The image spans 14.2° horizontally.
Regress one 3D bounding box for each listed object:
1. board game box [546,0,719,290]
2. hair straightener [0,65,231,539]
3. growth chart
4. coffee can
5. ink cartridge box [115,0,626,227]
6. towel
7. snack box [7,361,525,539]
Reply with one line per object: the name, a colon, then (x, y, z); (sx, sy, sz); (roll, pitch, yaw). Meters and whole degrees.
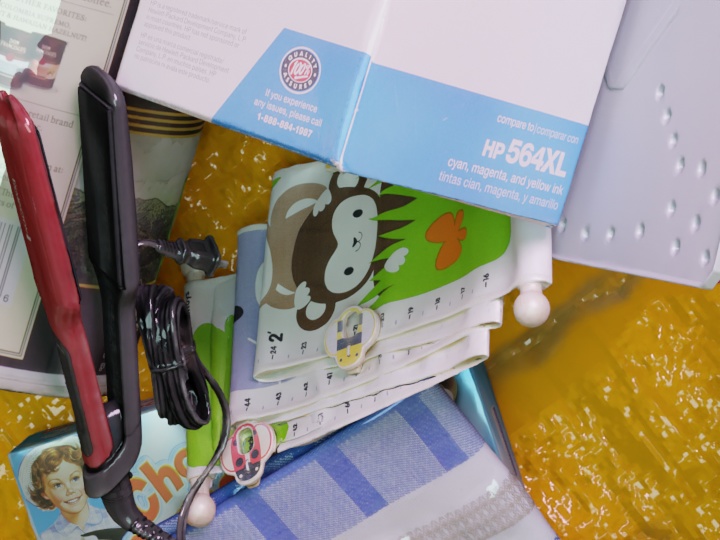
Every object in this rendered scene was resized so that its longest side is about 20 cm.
board game box: (0.111, -0.098, 1.067); (0.026, 0.200, 0.201); (13, 90, -23)
hair straightener: (-0.079, 0.017, 1.087); (0.077, 0.041, 0.201); (-20, 113, -20)
growth chart: (0.000, 0.000, 1.137); (0.200, 0.018, 0.145); (-31, 50, 29)
coffee can: (-0.132, -0.069, 1.141); (0.146, 0.146, 0.201); (19, 101, 6)
ink cartridge box: (0.021, -0.136, 1.054); (0.128, 0.125, 0.201); (22, 96, 44)
towel: (0.024, 0.149, 1.176); (0.147, 0.024, 0.200); (-31, 110, 16)
snack box: (-0.034, 0.098, 1.203); (0.199, 0.037, 0.117); (-18, 97, 11)
